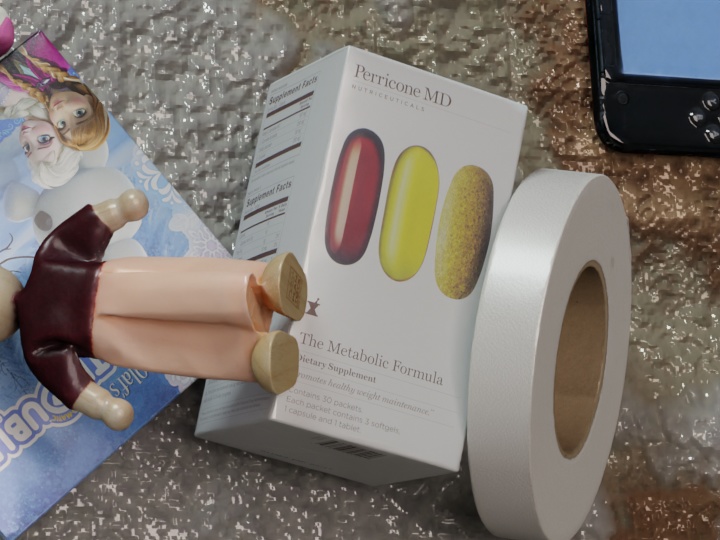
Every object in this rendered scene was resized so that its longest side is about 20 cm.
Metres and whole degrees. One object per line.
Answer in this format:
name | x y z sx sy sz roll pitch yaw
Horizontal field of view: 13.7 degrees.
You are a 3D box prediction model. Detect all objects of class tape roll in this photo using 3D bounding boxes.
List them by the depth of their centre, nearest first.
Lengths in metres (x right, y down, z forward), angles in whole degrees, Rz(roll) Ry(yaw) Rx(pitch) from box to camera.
tape roll | 0.103 0.045 1.602 0.037 0.203 0.204 6 71 18

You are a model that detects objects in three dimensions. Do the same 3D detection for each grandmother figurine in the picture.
grandmother figurine | -0.129 0.017 1.502 0.199 0.061 0.122 1 65 18

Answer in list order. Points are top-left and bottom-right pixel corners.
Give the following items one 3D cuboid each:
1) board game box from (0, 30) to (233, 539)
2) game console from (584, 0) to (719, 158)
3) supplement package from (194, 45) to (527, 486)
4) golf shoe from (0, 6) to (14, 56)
board game box | -0.181 0.010 1.585 0.200 0.043 0.199 -42 94 -24
game console | 0.227 -0.175 1.738 0.172 0.119 0.201 2 75 -19
supplement package | 0.000 0.000 1.574 0.113 0.109 0.201 16 76 -22
golf shoe | -0.278 -0.155 1.579 0.199 0.075 0.092 8 71 -19
